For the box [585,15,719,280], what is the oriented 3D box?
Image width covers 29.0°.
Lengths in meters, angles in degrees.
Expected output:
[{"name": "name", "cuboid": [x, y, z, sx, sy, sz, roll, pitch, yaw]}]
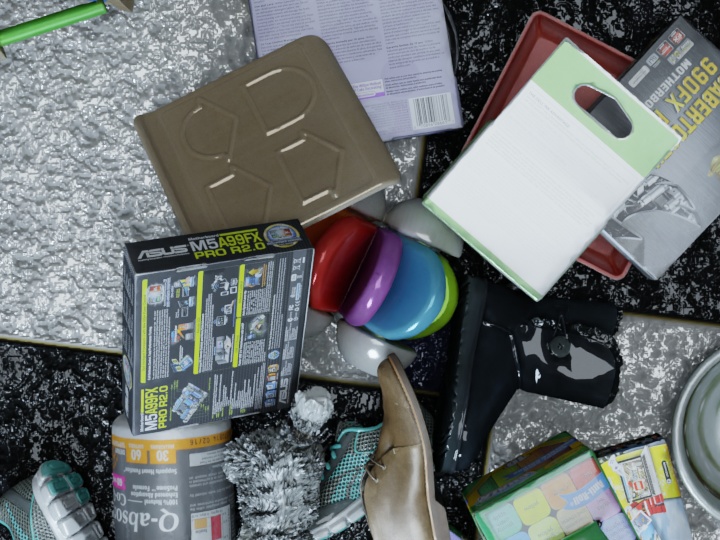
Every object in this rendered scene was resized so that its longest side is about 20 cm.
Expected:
[{"name": "box", "cuboid": [0.289, -0.115, 1.327, 0.158, 0.048, 0.200, 44, 92, -1]}]

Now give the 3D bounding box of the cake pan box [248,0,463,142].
[{"name": "cake pan box", "cuboid": [-0.003, -0.213, 1.357, 0.200, 0.052, 0.184, -11, 94, 0]}]

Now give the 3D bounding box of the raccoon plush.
[{"name": "raccoon plush", "cuboid": [-0.071, 0.207, 1.252, 0.097, 0.200, 0.134, -4, 60, -10]}]

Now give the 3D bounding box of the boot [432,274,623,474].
[{"name": "boot", "cuboid": [0.164, 0.110, 1.335, 0.168, 0.076, 0.200, 13, 72, -6]}]

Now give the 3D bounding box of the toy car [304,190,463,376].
[{"name": "toy car", "cuboid": [0.000, 0.000, 1.315, 0.200, 0.150, 0.175, 25, 92, -1]}]

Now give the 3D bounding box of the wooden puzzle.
[{"name": "wooden puzzle", "cuboid": [-0.086, -0.106, 1.284, 0.200, 0.046, 0.185, -25, 63, -6]}]

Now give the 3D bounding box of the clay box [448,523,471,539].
[{"name": "clay box", "cuboid": [0.066, 0.362, 1.381, 0.115, 0.048, 0.200, 37, 90, -2]}]

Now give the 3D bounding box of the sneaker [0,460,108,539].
[{"name": "sneaker", "cuboid": [-0.292, 0.290, 1.367, 0.091, 0.078, 0.200, -23, 88, 16]}]

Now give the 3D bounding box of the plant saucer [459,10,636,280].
[{"name": "plant saucer", "cuboid": [0.212, -0.122, 1.368, 0.199, 0.037, 0.200, 27, 93, -2]}]

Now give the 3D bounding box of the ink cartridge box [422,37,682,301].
[{"name": "ink cartridge box", "cuboid": [0.173, -0.092, 1.281, 0.146, 0.048, 0.200, 40, 99, -2]}]

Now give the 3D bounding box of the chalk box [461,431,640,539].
[{"name": "chalk box", "cuboid": [0.176, 0.235, 1.260, 0.124, 0.200, 0.124, -28, 88, -1]}]

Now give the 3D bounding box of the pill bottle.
[{"name": "pill bottle", "cuboid": [-0.179, 0.236, 1.341, 0.116, 0.116, 0.200, -2, 92, 0]}]

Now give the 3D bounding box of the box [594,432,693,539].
[{"name": "box", "cuboid": [0.261, 0.277, 1.384, 0.136, 0.038, 0.200, -16, 92, 1]}]

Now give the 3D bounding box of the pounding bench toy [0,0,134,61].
[{"name": "pounding bench toy", "cuboid": [-0.280, -0.285, 1.314, 0.156, 0.124, 0.200, 8, 92, -1]}]

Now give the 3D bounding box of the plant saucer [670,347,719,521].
[{"name": "plant saucer", "cuboid": [0.402, 0.158, 1.374, 0.200, 0.050, 0.200, 0, 93, 0]}]

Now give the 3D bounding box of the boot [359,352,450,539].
[{"name": "boot", "cuboid": [0.032, 0.178, 1.296, 0.075, 0.074, 0.200, -11, 96, -1]}]

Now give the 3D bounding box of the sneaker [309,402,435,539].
[{"name": "sneaker", "cuboid": [-0.007, 0.194, 1.368, 0.200, 0.078, 0.091, -33, 84, -7]}]

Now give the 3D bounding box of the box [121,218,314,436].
[{"name": "box", "cuboid": [-0.130, 0.053, 1.241, 0.160, 0.044, 0.200, -9, 133, -19]}]
